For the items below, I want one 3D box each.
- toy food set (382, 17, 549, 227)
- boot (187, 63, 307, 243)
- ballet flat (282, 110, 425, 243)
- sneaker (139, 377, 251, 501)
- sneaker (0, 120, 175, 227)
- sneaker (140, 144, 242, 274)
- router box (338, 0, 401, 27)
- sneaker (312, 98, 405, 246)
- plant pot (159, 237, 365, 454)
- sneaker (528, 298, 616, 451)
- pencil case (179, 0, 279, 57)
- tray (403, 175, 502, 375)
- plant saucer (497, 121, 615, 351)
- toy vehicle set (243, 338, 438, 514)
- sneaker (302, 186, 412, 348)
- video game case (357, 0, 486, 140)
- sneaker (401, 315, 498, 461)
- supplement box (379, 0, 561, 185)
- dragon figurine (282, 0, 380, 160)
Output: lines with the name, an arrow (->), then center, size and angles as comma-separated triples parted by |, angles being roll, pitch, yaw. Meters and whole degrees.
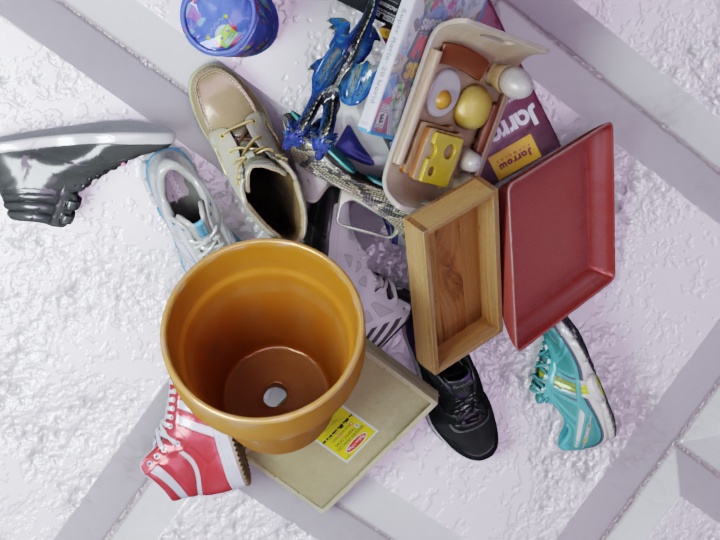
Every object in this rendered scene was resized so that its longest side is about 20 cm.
toy food set -> 0.111, -0.146, 1.547 | 0.143, 0.060, 0.200 | 9, 104, -48
boot -> -0.114, -0.122, 1.584 | 0.072, 0.155, 0.200 | -27, 101, -1
ballet flat -> -0.012, -0.084, 1.591 | 0.200, 0.068, 0.075 | 32, 100, -9
sneaker -> -0.201, 0.156, 1.672 | 0.112, 0.071, 0.200 | -17, 93, 4
sneaker -> -0.289, -0.100, 1.604 | 0.199, 0.071, 0.099 | -7, 105, -3
sneaker -> -0.172, -0.038, 1.629 | 0.075, 0.087, 0.200 | -32, 107, -5
router box -> -0.026, -0.344, 1.555 | 0.200, 0.150, 0.062 | 24, 128, -15
sneaker -> 0.007, -0.128, 1.653 | 0.115, 0.081, 0.200 | 0, 123, 17
plant pot -> -0.091, 0.098, 1.555 | 0.200, 0.183, 0.201 | -1, 62, 2
sneaker -> 0.229, 0.119, 1.748 | 0.079, 0.078, 0.200 | -21, 104, 7
pencil case -> -0.132, -0.256, 1.533 | 0.078, 0.200, 0.087 | -31, 94, 6
tray -> 0.098, 0.007, 1.588 | 0.099, 0.037, 0.200 | -31, 138, -25
plant saucer -> 0.210, -0.042, 1.666 | 0.200, 0.037, 0.200 | -33, 127, -41
toy vehicle set -> -0.026, 0.170, 1.698 | 0.124, 0.027, 0.200 | 38, 112, -16
sneaker -> 0.000, 0.000, 1.683 | 0.115, 0.076, 0.201 | -5, 113, -17
video game case -> 0.070, -0.225, 1.530 | 0.018, 0.143, 0.200 | 24, 99, 29
sneaker -> 0.104, 0.135, 1.716 | 0.076, 0.088, 0.200 | -26, 105, -5
supplement box -> 0.118, -0.198, 1.650 | 0.110, 0.086, 0.200 | -30, 106, -4
dragon figurine -> -0.016, -0.201, 1.510 | 0.059, 0.100, 0.200 | 23, 123, -15
